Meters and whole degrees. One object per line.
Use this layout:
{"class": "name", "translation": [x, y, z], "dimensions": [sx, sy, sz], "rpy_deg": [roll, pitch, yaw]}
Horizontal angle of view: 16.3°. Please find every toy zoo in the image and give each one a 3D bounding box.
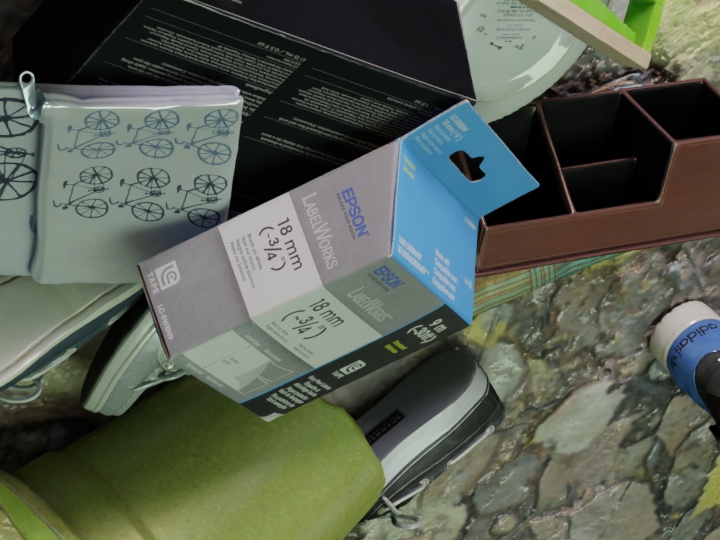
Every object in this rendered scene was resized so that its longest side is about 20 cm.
{"class": "toy zoo", "translation": [0.151, -0.226, 1.401], "dimensions": [0.131, 0.020, 0.200], "rpy_deg": [23, 82, -55]}

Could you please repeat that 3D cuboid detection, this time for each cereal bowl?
{"class": "cereal bowl", "translation": [0.066, -0.156, 1.429], "dimensions": [0.200, 0.083, 0.200], "rpy_deg": [-19, 136, -19]}

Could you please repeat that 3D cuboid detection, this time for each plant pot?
{"class": "plant pot", "translation": [-0.092, 0.143, 1.528], "dimensions": [0.184, 0.200, 0.200], "rpy_deg": [-40, 141, -16]}

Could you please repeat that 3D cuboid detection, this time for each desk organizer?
{"class": "desk organizer", "translation": [0.143, -0.060, 1.554], "dimensions": [0.200, 0.072, 0.077], "rpy_deg": [-9, 129, -28]}

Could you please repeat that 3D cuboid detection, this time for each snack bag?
{"class": "snack bag", "translation": [-0.166, -0.043, 1.316], "dimensions": [0.200, 0.021, 0.189], "rpy_deg": [2, 150, -9]}

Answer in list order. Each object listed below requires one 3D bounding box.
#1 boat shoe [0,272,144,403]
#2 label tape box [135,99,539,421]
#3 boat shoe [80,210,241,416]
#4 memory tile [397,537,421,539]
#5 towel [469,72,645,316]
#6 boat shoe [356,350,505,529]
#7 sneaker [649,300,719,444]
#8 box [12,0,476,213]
{"class": "boat shoe", "translation": [-0.199, 0.032, 1.416], "dimensions": [0.200, 0.075, 0.062], "rpy_deg": [-36, 163, -23]}
{"class": "label tape box", "translation": [0.000, 0.000, 1.367], "dimensions": [0.200, 0.063, 0.144], "rpy_deg": [-26, 157, 11]}
{"class": "boat shoe", "translation": [-0.085, 0.014, 1.472], "dimensions": [0.065, 0.074, 0.202], "rpy_deg": [42, 92, -12]}
{"class": "memory tile", "translation": [-0.053, 0.225, 1.622], "dimensions": [0.153, 0.200, 0.017], "rpy_deg": [-39, 100, -32]}
{"class": "towel", "translation": [0.098, -0.034, 1.614], "dimensions": [0.200, 0.022, 0.147], "rpy_deg": [-24, 137, -16]}
{"class": "boat shoe", "translation": [0.010, 0.137, 1.668], "dimensions": [0.199, 0.074, 0.068], "rpy_deg": [-41, 126, -10]}
{"class": "sneaker", "translation": [0.295, 0.098, 1.810], "dimensions": [0.077, 0.111, 0.200], "rpy_deg": [-46, 139, 9]}
{"class": "box", "translation": [-0.063, -0.105, 1.326], "dimensions": [0.200, 0.079, 0.141], "rpy_deg": [17, 136, -32]}
